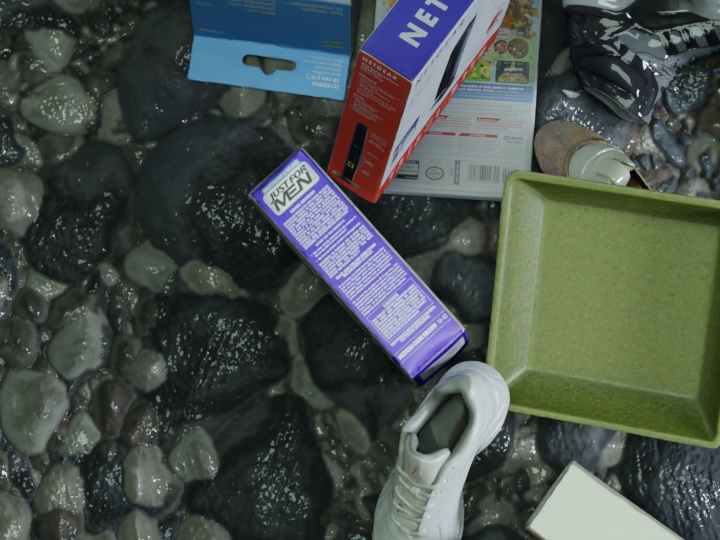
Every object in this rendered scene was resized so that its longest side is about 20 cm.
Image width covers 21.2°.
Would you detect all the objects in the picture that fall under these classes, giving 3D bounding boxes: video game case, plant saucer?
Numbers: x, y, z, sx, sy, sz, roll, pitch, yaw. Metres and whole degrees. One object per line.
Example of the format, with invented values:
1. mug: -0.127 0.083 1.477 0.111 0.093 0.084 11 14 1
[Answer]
1. video game case: 0.079 -0.162 1.641 0.142 0.018 0.201 4 82 4
2. plant saucer: 0.208 0.026 1.551 0.199 0.048 0.201 10 106 17

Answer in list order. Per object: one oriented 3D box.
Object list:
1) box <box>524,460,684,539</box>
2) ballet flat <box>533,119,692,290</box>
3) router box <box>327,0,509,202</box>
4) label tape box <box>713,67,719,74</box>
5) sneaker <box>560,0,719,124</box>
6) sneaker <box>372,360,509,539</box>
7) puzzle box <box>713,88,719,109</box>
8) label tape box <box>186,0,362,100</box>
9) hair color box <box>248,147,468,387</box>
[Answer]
1. box: 0.230 0.237 1.540 0.200 0.082 0.069 36 86 6
2. ballet flat: 0.222 -0.055 1.590 0.068 0.067 0.200 -40 81 -12
3. router box: 0.055 -0.176 1.514 0.049 0.180 0.200 32 63 8
4. label tape box: 0.397 -0.165 1.517 0.199 0.143 0.066 17 83 -5
5. sneaker: 0.263 -0.177 1.608 0.199 0.075 0.115 7 90 2
6. sneaker: 0.049 0.165 1.542 0.078 0.099 0.201 19 93 20
7. puzzle box: 0.414 -0.134 1.613 0.199 0.025 0.134 -26 81 -1
8. label tape box: -0.068 -0.258 1.641 0.143 0.063 0.201 8 82 5
9. hair color box: 0.000 0.000 1.574 0.065 0.109 0.200 -40 81 -2
